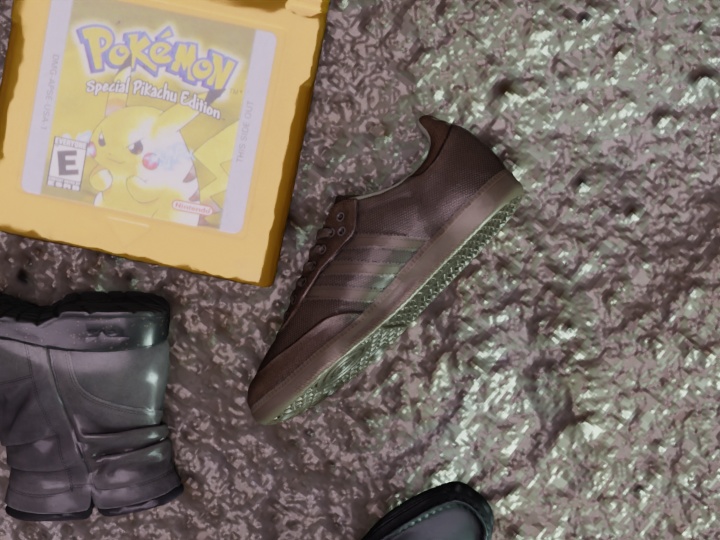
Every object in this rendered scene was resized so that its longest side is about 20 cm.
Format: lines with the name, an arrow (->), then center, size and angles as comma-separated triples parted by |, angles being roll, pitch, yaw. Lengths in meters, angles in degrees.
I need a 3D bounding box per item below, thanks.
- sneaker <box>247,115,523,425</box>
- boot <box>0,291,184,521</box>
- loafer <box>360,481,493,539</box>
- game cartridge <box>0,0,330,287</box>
sneaker -> 0.000, 0.000, 0.912 | 0.200, 0.070, 0.076 | -43, 76, 4
boot -> -0.202, 0.081, 0.923 | 0.198, 0.070, 0.133 | 2, 103, 6
loafer -> 0.003, 0.206, 0.928 | 0.068, 0.070, 0.201 | 43, 97, -4
game cartridge -> -0.115, -0.105, 0.909 | 0.175, 0.032, 0.202 | 11, 99, 0
